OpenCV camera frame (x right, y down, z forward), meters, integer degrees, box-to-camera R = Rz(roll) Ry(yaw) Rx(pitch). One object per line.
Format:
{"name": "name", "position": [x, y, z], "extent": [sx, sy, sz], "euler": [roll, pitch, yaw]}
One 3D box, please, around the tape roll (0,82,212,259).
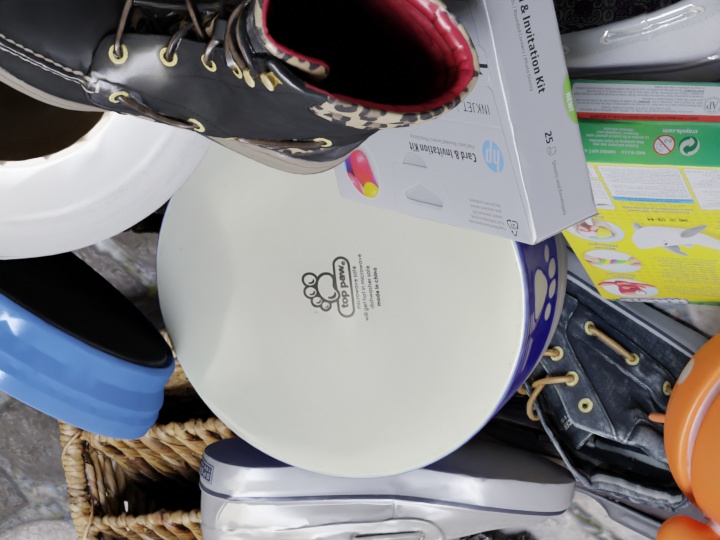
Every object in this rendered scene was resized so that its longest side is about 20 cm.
{"name": "tape roll", "position": [-0.160, -0.126, 1.096], "extent": [0.201, 0.139, 0.204], "euler": [-2, 118, -4]}

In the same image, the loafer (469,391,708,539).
{"name": "loafer", "position": [0.122, 0.088, 1.310], "extent": [0.199, 0.072, 0.063], "euler": [25, 120, -10]}

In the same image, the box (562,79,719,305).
{"name": "box", "position": [0.157, -0.029, 1.132], "extent": [0.116, 0.049, 0.200], "euler": [4, 158, 20]}

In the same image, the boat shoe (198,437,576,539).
{"name": "boat shoe", "position": [0.014, 0.127, 1.240], "extent": [0.198, 0.072, 0.066], "euler": [1, 104, -13]}

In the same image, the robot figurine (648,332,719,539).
{"name": "robot figurine", "position": [0.222, 0.096, 1.140], "extent": [0.116, 0.200, 0.145], "euler": [8, 111, -32]}

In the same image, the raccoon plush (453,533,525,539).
{"name": "raccoon plush", "position": [0.022, 0.202, 1.455], "extent": [0.134, 0.097, 0.200], "euler": [34, 139, 1]}

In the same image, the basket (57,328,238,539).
{"name": "basket", "position": [-0.076, 0.124, 1.347], "extent": [0.199, 0.144, 0.149], "euler": [-6, 149, 33]}

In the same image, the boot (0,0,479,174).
{"name": "boot", "position": [-0.060, -0.096, 0.951], "extent": [0.199, 0.074, 0.150], "euler": [23, 167, -23]}

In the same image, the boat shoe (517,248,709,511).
{"name": "boat shoe", "position": [0.103, 0.047, 1.245], "extent": [0.199, 0.091, 0.071], "euler": [27, 139, -2]}

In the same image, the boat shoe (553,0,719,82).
{"name": "boat shoe", "position": [0.080, -0.117, 1.086], "extent": [0.198, 0.072, 0.069], "euler": [4, 153, 23]}

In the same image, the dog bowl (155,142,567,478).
{"name": "dog bowl", "position": [0.000, 0.000, 1.192], "extent": [0.198, 0.079, 0.202], "euler": [5, 107, 17]}

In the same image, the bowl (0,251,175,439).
{"name": "bowl", "position": [-0.177, 0.009, 1.170], "extent": [0.200, 0.201, 0.039], "euler": [34, 97, -11]}

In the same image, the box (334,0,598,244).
{"name": "box", "position": [0.023, -0.120, 1.015], "extent": [0.156, 0.041, 0.201], "euler": [15, 123, 57]}

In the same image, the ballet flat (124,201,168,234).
{"name": "ballet flat", "position": [-0.056, -0.011, 1.274], "extent": [0.199, 0.046, 0.068], "euler": [27, 144, 12]}
